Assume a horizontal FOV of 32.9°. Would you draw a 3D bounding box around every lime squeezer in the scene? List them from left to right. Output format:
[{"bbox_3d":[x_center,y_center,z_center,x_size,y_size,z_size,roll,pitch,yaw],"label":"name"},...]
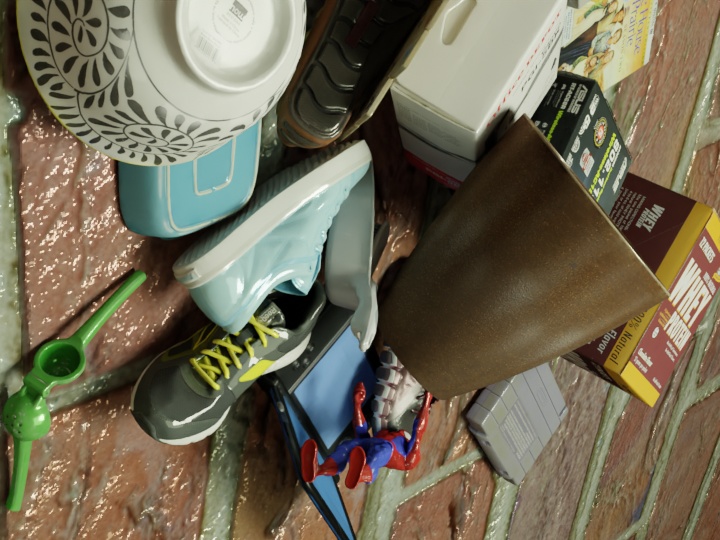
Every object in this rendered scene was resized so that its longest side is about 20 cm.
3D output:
[{"bbox_3d":[-0.215,0.085,0.874,0.201,0.038,0.071,-62,147,-2],"label":"lime squeezer"}]

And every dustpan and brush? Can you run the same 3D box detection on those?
[{"bbox_3d":[0.000,0.000,1.001,0.201,0.057,0.141,-69,165,-54],"label":"dustpan and brush"}]

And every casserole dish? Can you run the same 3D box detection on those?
[{"bbox_3d":[-0.115,-0.107,0.872,0.121,0.039,0.202,-25,131,-44],"label":"casserole dish"}]

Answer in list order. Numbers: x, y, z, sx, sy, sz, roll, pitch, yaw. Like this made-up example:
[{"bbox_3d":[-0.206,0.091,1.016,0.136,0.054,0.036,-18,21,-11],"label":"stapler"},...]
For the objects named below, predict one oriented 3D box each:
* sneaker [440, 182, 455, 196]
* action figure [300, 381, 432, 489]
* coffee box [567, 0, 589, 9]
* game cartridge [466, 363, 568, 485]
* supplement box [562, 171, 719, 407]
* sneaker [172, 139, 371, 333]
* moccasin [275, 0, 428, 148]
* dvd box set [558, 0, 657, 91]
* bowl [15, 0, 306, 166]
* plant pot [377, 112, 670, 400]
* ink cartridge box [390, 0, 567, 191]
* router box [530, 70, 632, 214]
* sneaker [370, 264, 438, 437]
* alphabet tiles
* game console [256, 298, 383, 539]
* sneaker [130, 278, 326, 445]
[{"bbox_3d":[0.111,-0.050,1.197,0.140,0.077,0.201,30,79,-56],"label":"sneaker"},{"bbox_3d":[0.014,0.133,1.064,0.200,0.065,0.100,18,81,-71],"label":"action figure"},{"bbox_3d":[0.230,-0.345,1.132,0.200,0.080,0.114,-40,140,-30],"label":"coffee box"},{"bbox_3d":[0.194,0.177,1.505,0.130,0.038,0.200,-49,145,-12],"label":"game cartridge"},{"bbox_3d":[0.263,0.004,1.319,0.198,0.199,0.133,-59,147,-4],"label":"supplement box"},{"bbox_3d":[-0.056,-0.026,0.953,0.200,0.074,0.082,-40,111,-27],"label":"sneaker"},{"bbox_3d":[-0.003,-0.181,0.935,0.073,0.078,0.203,28,78,-19],"label":"moccasin"},{"bbox_3d":[0.245,-0.250,1.266,0.199,0.029,0.147,-33,137,-37],"label":"dvd box set"},{"bbox_3d":[-0.101,-0.159,0.754,0.200,0.094,0.203,-11,108,-38],"label":"bowl"},{"bbox_3d":[0.116,0.009,0.994,0.200,0.188,0.187,-40,149,11],"label":"plant pot"},{"bbox_3d":[0.102,-0.161,1.028,0.147,0.083,0.200,-57,169,-6],"label":"ink cartridge box"},{"bbox_3d":[0.183,-0.066,1.167,0.201,0.062,0.150,-64,147,-13],"label":"router box"},{"bbox_3d":[0.079,0.096,1.167,0.076,0.115,0.202,2,96,-70],"label":"sneaker"},{"bbox_3d":[0.043,-0.190,0.947,0.201,0.006,0.166,-59,-171,-12],"label":"alphabet tiles"},{"bbox_3d":[-0.009,0.149,1.128,0.171,0.118,0.201,-49,145,-19],"label":"game console"},{"bbox_3d":[-0.102,0.059,0.960,0.200,0.074,0.085,-40,169,-44],"label":"sneaker"}]
